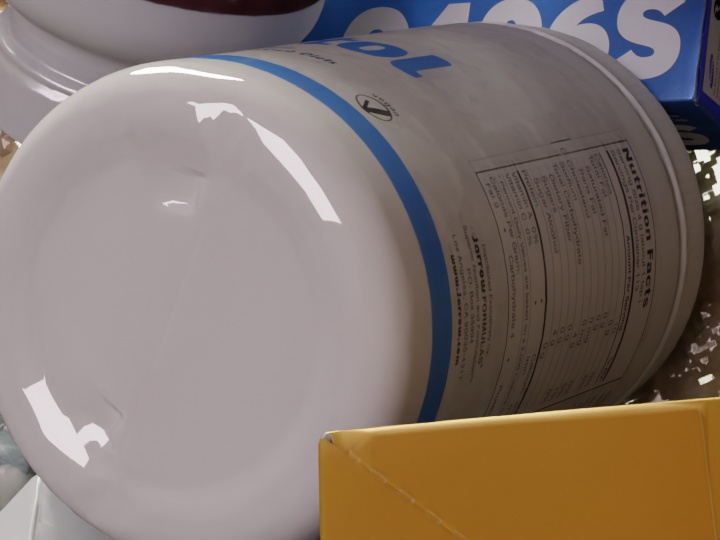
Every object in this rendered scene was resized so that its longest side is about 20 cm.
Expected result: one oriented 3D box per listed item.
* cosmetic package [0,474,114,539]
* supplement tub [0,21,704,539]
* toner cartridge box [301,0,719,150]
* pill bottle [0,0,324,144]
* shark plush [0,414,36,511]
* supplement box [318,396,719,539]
[{"bbox_3d":[-0.100,0.201,0.743,0.199,0.123,0.200,-44,29,28],"label":"cosmetic package"},{"bbox_3d":[0.000,0.000,0.777,0.132,0.200,0.132,5,100,28],"label":"supplement tub"},{"bbox_3d":[0.031,-0.086,0.907,0.200,0.043,0.095,-2,70,30],"label":"toner cartridge box"},{"bbox_3d":[-0.053,-0.134,0.845,0.113,0.113,0.200,37,122,35],"label":"pill bottle"},{"bbox_3d":[-0.053,0.060,0.817,0.199,0.091,0.083,-5,32,16],"label":"shark plush"},{"bbox_3d":[0.069,0.166,0.643,0.132,0.200,0.198,-5,54,4],"label":"supplement box"}]
